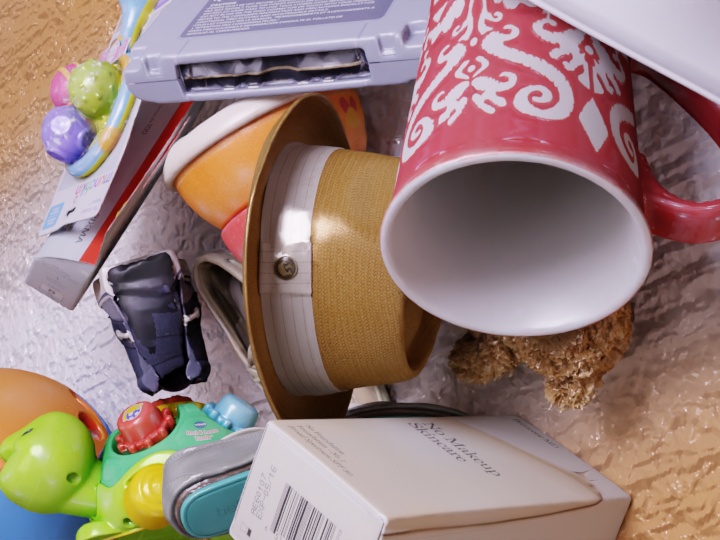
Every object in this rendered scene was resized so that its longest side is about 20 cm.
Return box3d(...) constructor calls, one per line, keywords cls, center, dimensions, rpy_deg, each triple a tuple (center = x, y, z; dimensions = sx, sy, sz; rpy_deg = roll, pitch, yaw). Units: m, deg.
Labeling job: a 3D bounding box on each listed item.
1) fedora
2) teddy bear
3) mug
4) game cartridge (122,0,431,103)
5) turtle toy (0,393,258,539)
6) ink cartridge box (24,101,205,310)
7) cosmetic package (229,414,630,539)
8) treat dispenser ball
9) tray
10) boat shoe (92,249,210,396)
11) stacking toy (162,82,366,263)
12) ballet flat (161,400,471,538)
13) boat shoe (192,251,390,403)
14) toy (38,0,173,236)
box3d(cls="fedora", center=(0.000, 0.000, 0.830), dimensions=(0.082, 0.201, 0.201), rpy_deg=(-1, 86, 18))
box3d(cls="teddy bear", center=(0.090, 0.005, 0.875), dimensions=(0.200, 0.067, 0.145), rpy_deg=(6, 79, 50))
box3d(cls="mug", center=(0.104, -0.076, 0.795), dimensions=(0.133, 0.177, 0.200), rpy_deg=(-50, 25, 45))
box3d(cls="game cartridge", center=(-0.035, -0.155, 0.936), dimensions=(0.200, 0.133, 0.041), rpy_deg=(-2, 128, 21))
box3d(cls="turtle toy", center=(-0.142, 0.138, 1.007), dimensions=(0.146, 0.200, 0.101), rpy_deg=(127, 134, -55))
box3d(cls="ink cartridge box", center=(-0.166, -0.069, 1.039), dimensions=(0.160, 0.047, 0.200), rpy_deg=(-60, 7, -22))
box3d(cls="cosmetic package", center=(0.042, 0.133, 0.811), dimensions=(0.103, 0.200, 0.073), rpy_deg=(33, 111, 41))
box3d(cls="treat dispenser ball", center=(-0.278, 0.174, 1.135), dimensions=(0.201, 0.201, 0.201), rpy_deg=(-4, 84, 46))
box3d(cls="tray", center=(0.149, -0.145, 0.751), dimensions=(0.200, 0.107, 0.022), rpy_deg=(31, 155, 10))
box3d(cls="boat shoe", center=(-0.146, 0.042, 1.056), dimensions=(0.200, 0.075, 0.093), rpy_deg=(143, 111, -85))
box3d(cls="stacking toy", center=(-0.025, -0.019, 0.970), dimensions=(0.146, 0.146, 0.200), rpy_deg=(-33, 84, 40))
box3d(cls="ballet flat", center=(-0.026, 0.110, 0.917), dimensions=(0.064, 0.200, 0.067), rpy_deg=(-116, 14, -59))
box3d(cls="boat shoe", center=(-0.049, 0.059, 1.005), dimensions=(0.200, 0.065, 0.072), rpy_deg=(53, 123, 34))
box3d(cls="toy", center=(-0.183, -0.128, 1.022), dimensions=(0.115, 0.047, 0.200), rpy_deg=(-12, 54, 59))
